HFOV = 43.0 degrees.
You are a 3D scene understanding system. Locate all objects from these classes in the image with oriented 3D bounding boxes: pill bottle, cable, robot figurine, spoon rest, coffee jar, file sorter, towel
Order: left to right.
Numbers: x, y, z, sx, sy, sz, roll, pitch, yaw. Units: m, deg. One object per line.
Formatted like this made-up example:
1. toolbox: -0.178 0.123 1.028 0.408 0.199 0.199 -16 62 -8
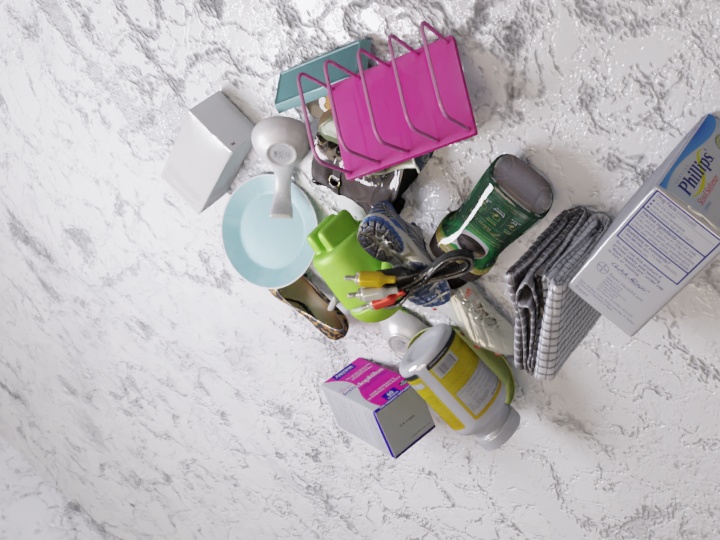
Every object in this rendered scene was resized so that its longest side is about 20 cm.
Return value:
1. spoon rest: -0.130 -0.176 1.505 0.097 0.061 0.202 3 138 -4
2. robot figurine: 0.000 0.000 1.508 0.201 0.116 0.175 53 151 -13
3. file sorter: 0.031 -0.225 1.211 0.197 0.125 0.141 -17 80 24
4. spoon rest: 0.042 0.088 1.608 0.198 0.061 0.100 30 140 0
5. cable: 0.078 0.023 1.348 0.197 0.051 0.098 -8 135 24
6. pill bottle: 0.163 0.191 1.470 0.200 0.112 0.112 47 141 -10
7. coffee jar: 0.183 -0.070 1.319 0.104 0.086 0.200 39 140 -2
8. towel: 0.268 0.030 1.236 0.085 0.200 0.168 20 132 30

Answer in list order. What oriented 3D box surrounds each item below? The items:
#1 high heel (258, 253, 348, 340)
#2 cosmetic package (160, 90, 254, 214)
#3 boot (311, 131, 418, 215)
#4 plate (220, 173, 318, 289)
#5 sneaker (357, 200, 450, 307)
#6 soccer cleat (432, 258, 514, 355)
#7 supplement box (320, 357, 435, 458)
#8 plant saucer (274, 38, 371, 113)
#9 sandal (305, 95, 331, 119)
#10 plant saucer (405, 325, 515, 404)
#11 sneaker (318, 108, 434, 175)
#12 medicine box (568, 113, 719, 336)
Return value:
1. high heel: -0.100 0.042 1.641 0.200 0.072 0.142 48 167 -19
2. cosmetic package: -0.269 -0.205 1.615 0.108 0.085 0.200 45 140 1
3. boot: -0.002 -0.162 1.424 0.173 0.069 0.201 38 141 11
4. plate: -0.158 -0.069 1.621 0.197 0.025 0.204 2 95 24
5. sneaker: 0.079 -0.029 1.394 0.076 0.086 0.200 -21 123 33
6. soccer cleat: 0.175 0.059 1.449 0.199 0.069 0.078 36 136 18
7. supplement box: 0.028 0.245 1.660 0.199 0.101 0.105 12 131 58
8. plant saucer: -0.062 -0.293 1.375 0.198 0.071 0.019 -8 158 44
9. sandal: -0.011 -0.251 1.370 0.198 0.055 0.083 13 130 34
10. plant saucer: 0.172 0.165 1.546 0.197 0.031 0.202 18 134 19
11. sneaker: 0.017 -0.182 1.318 0.197 0.091 0.067 6 155 27
12. medicine box: 0.368 -0.053 1.092 0.103 0.182 0.201 39 140 7
